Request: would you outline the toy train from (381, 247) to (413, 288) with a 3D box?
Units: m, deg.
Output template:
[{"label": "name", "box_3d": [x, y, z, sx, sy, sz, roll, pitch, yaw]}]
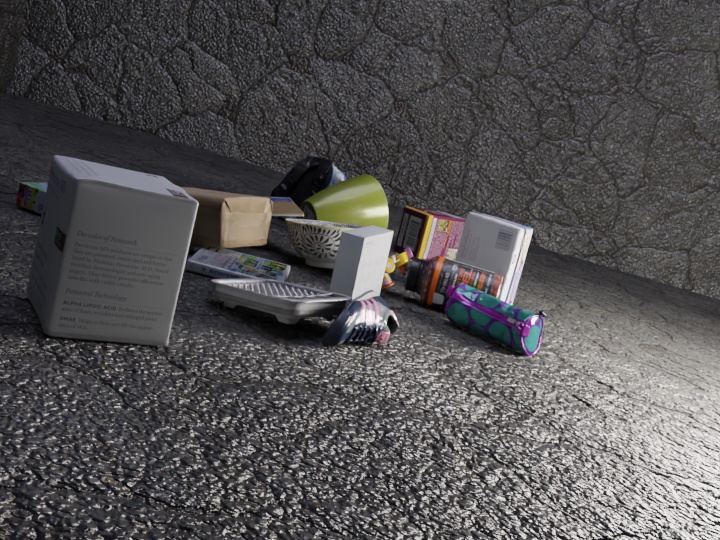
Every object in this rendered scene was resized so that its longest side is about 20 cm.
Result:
[{"label": "toy train", "box_3d": [0.040, 0.011, 1.887, 0.149, 0.056, 0.200, -26, 0, 26]}]

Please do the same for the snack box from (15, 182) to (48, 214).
[{"label": "snack box", "box_3d": [-0.579, -0.138, 1.812, 0.140, 0.054, 0.200, 18, 11, 18]}]

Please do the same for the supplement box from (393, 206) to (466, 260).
[{"label": "supplement box", "box_3d": [0.204, -0.101, 2.516, 0.102, 0.133, 0.198, 23, 12, 40]}]

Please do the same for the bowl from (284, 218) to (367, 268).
[{"label": "bowl", "box_3d": [-0.074, -0.057, 1.956, 0.197, 0.096, 0.201, 6, 6, -1]}]

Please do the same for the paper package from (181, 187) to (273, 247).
[{"label": "paper package", "box_3d": [-0.314, -0.111, 1.829, 0.197, 0.106, 0.190, 10, 7, 23]}]

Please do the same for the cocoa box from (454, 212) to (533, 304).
[{"label": "cocoa box", "box_3d": [0.293, -0.018, 2.011, 0.132, 0.204, 0.131, 18, 10, 23]}]

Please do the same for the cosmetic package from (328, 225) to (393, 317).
[{"label": "cosmetic package", "box_3d": [0.000, 0.000, 1.642, 0.051, 0.153, 0.200, 17, 10, 15]}]

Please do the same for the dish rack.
[{"label": "dish rack", "box_3d": [-0.130, 0.049, 1.446, 0.198, 0.044, 0.170, 13, 8, 35]}]

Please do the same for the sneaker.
[{"label": "sneaker", "box_3d": [0.008, 0.090, 1.434, 0.082, 0.070, 0.200, 41, 26, 8]}]

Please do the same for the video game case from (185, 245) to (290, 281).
[{"label": "video game case", "box_3d": [-0.230, -0.005, 1.705, 0.179, 0.022, 0.200, 15, 10, -3]}]

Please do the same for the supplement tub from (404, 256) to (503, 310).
[{"label": "supplement tub", "box_3d": [0.196, 0.034, 1.868, 0.197, 0.109, 0.107, 16, 10, 9]}]

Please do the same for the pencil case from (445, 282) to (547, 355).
[{"label": "pencil case", "box_3d": [0.259, 0.091, 1.717, 0.198, 0.086, 0.092, 23, -14, 39]}]

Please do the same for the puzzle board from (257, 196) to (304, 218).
[{"label": "puzzle board", "box_3d": [-0.241, -0.145, 2.029, 0.196, 0.018, 0.151, 0, 18, -18]}]

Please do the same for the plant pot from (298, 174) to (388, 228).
[{"label": "plant pot", "box_3d": [-0.059, -0.149, 2.343, 0.197, 0.191, 0.186, -11, 24, -34]}]

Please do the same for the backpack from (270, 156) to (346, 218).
[{"label": "backpack", "box_3d": [-0.125, -0.218, 2.501, 0.198, 0.193, 0.153, 23, -3, 37]}]

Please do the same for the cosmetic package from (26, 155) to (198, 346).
[{"label": "cosmetic package", "box_3d": [-0.332, -0.027, 1.173, 0.163, 0.204, 0.164, 8, 11, -32]}]
